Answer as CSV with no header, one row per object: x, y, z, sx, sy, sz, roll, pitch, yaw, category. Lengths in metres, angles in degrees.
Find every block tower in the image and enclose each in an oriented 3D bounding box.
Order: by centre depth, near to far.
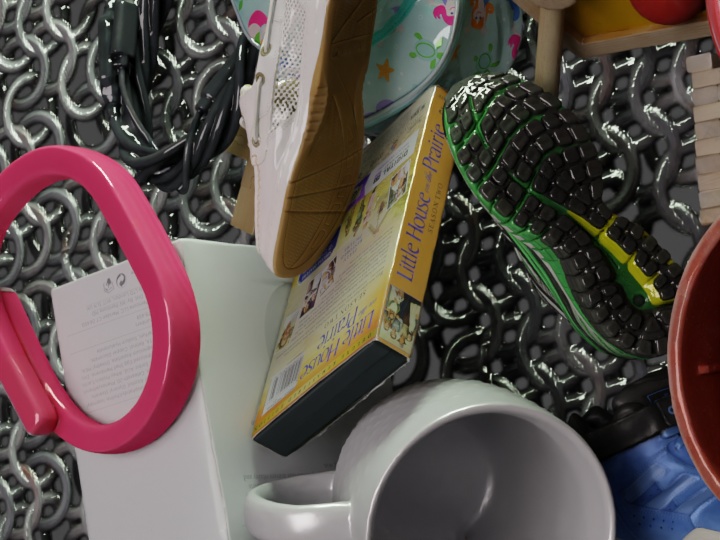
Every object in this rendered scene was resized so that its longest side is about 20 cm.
0.233,-0.028,1.301,0.057,0.054,0.202,-10,82,36,block tower

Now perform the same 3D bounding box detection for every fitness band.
-0.171,0.018,1.371,0.144,0.037,0.201,-43,63,24,fitness band

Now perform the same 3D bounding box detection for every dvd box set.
0.000,0.000,1.360,0.146,0.029,0.201,-42,27,46,dvd box set

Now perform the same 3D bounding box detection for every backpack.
0.006,-0.188,1.433,0.177,0.150,0.201,-26,77,33,backpack

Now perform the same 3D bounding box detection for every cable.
-0.114,-0.145,1.558,0.162,0.051,0.201,-23,56,29,cable

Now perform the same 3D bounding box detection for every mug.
0.030,0.137,1.314,0.175,0.198,0.149,-151,59,-76,mug

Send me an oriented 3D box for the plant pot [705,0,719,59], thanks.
0.308,-0.154,1.161,0.199,0.182,0.202,2,93,42,plant pot

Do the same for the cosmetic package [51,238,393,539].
-0.078,0.097,1.439,0.122,0.199,0.202,-20,75,35,cosmetic package

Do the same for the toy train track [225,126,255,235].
-0.026,-0.068,1.513,0.199,0.032,0.116,25,104,37,toy train track

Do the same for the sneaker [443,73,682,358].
0.111,-0.027,1.334,0.201,0.078,0.085,56,161,1,sneaker

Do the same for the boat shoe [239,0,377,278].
-0.040,-0.098,1.359,0.069,0.071,0.202,21,108,31,boat shoe

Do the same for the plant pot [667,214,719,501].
0.292,0.040,1.155,0.200,0.195,0.203,4,96,37,plant pot

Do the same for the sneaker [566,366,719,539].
0.200,0.109,1.302,0.199,0.076,0.112,-15,88,42,sneaker

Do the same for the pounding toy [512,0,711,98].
0.136,-0.188,1.295,0.199,0.184,0.143,-5,56,51,pounding toy
